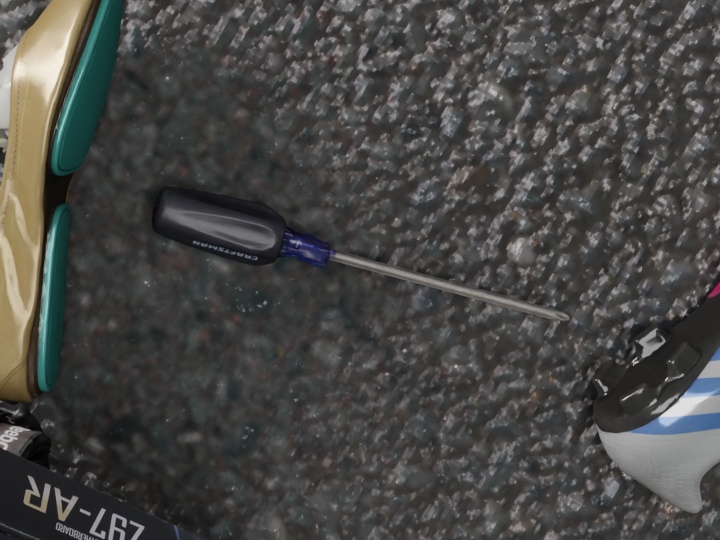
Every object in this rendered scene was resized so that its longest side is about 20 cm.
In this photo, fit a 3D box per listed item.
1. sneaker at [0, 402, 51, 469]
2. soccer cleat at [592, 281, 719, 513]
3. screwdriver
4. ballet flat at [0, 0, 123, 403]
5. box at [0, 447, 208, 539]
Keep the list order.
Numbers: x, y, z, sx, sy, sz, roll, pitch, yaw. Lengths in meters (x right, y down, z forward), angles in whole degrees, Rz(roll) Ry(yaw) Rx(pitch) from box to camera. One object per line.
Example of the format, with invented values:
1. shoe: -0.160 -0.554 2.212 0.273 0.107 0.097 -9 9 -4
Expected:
1. sneaker: -0.192 0.074 1.058 0.098 0.071 0.200 -33 103 31
2. soccer cleat: 0.199 0.031 1.133 0.200 0.070 0.086 -38 115 -1
3. screwdriver: 0.000 0.000 1.116 0.200 0.028 0.029 19 123 -10
4. ballet flat: -0.153 -0.042 1.072 0.063 0.069 0.200 11 92 5
5. box: -0.162 0.167 1.038 0.160 0.044 0.200 27 125 -17
